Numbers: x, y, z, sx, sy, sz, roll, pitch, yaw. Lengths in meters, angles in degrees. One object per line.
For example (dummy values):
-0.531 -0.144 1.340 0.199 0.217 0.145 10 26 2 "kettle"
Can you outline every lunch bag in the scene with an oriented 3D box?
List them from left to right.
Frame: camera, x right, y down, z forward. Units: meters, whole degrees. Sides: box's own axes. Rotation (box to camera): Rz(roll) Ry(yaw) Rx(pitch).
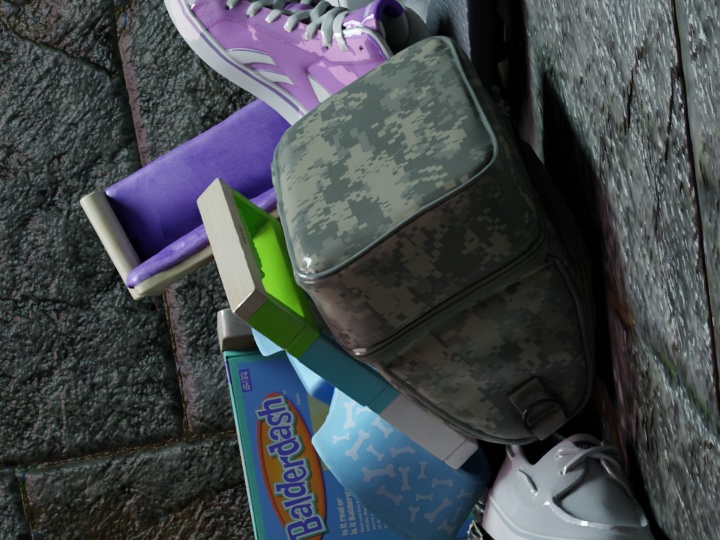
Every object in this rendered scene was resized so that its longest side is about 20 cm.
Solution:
0.050 -0.010 1.389 0.168 0.139 0.200 56 -172 -28 "lunch bag"

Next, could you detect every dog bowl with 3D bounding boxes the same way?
0.009 0.076 1.468 0.111 0.050 0.200 30 -161 -42 "dog bowl"

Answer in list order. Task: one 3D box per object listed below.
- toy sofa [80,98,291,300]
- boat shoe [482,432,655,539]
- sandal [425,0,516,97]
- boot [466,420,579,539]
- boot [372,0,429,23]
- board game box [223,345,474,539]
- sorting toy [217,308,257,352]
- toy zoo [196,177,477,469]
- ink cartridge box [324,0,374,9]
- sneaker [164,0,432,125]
-0.086 -0.062 1.722 0.083 0.200 0.098 61 -174 3 "toy sofa"
0.114 0.121 1.332 0.200 0.072 0.069 -145 63 -83 "boat shoe"
0.071 -0.160 1.463 0.200 0.043 0.076 91 160 -47 "sandal"
0.092 0.136 1.553 0.211 0.079 0.158 -106 7 -54 "boot"
0.019 -0.095 1.615 0.068 0.130 0.200 28 -135 -43 "boot"
0.017 0.113 1.698 0.045 0.199 0.153 -152 53 -85 "board game box"
0.000 0.000 1.667 0.200 0.198 0.070 125 135 -84 "sorting toy"
-0.003 0.037 1.407 0.200 0.020 0.131 36 -164 -28 "toy zoo"
0.014 -0.229 1.745 0.147 0.083 0.201 -119 20 -77 "ink cartridge box"
-0.025 -0.148 1.512 0.200 0.073 0.114 40 138 5 "sneaker"
